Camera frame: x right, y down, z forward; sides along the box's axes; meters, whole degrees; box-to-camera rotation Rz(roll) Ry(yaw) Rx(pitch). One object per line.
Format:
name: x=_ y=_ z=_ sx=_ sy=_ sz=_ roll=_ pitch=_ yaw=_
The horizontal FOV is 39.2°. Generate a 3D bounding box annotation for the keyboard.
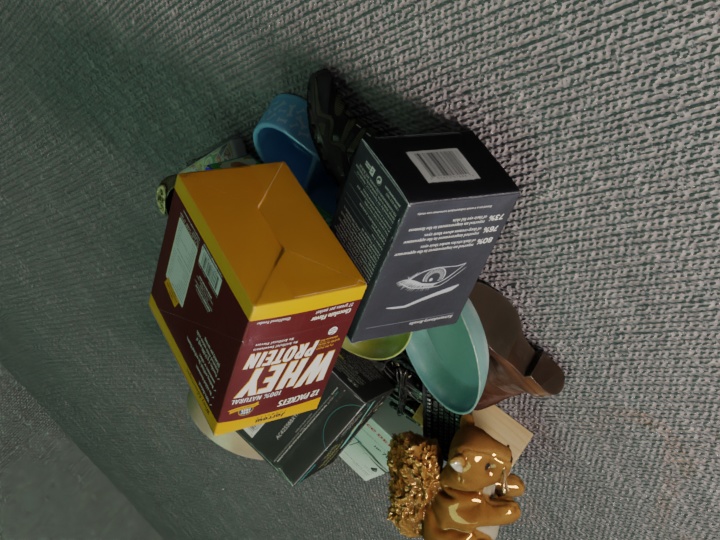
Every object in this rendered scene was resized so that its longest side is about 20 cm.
keyboard: x=0.095 y=0.190 z=1.385 sx=0.126 sy=0.021 sz=0.201 roll=24 pitch=140 yaw=26

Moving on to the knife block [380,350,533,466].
knife block: x=0.124 y=0.187 z=1.427 sx=0.199 sy=0.064 sz=0.176 roll=5 pitch=134 yaw=46

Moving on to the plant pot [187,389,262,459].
plant pot: x=-0.174 y=0.197 z=1.698 sx=0.199 sy=0.200 sz=0.135 roll=34 pitch=113 yaw=13

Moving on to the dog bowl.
dog bowl: x=-0.049 y=-0.129 z=1.238 sx=0.199 sy=0.050 sz=0.112 roll=38 pitch=150 yaw=7

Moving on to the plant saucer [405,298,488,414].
plant saucer: x=0.102 y=0.075 z=1.234 sx=0.200 sy=0.036 sz=0.201 roll=52 pitch=154 yaw=39

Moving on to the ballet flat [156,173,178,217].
ballet flat: x=-0.203 y=-0.071 z=1.244 sx=0.199 sy=0.046 sz=0.068 roll=28 pitch=126 yaw=43

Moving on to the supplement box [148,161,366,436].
supplement box: x=-0.119 y=0.028 z=1.093 sx=0.198 sy=0.132 sz=0.201 roll=56 pitch=140 yaw=33

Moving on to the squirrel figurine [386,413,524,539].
squirrel figurine: x=0.119 y=0.284 z=1.345 sx=0.198 sy=0.142 sz=0.188 roll=11 pitch=130 yaw=18

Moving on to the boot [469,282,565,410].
boot: x=0.146 y=0.106 z=1.310 sx=0.187 sy=0.064 sz=0.200 roll=50 pitch=154 yaw=-9

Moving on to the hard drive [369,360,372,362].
hard drive: x=-0.040 y=0.091 z=1.523 sx=0.140 sy=0.038 sz=0.200 roll=45 pitch=151 yaw=-5

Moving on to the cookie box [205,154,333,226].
cookie box: x=-0.111 y=-0.021 z=1.254 sx=0.199 sy=0.075 sz=0.173 roll=36 pitch=133 yaw=34

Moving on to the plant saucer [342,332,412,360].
plant saucer: x=-0.006 y=0.018 z=1.264 sx=0.199 sy=0.031 sz=0.202 roll=25 pitch=133 yaw=30

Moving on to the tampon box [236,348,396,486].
tampon box: x=-0.061 y=0.178 z=1.355 sx=0.126 sy=0.150 sz=0.200 roll=42 pitch=-172 yaw=11

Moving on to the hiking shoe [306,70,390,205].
hiking shoe: x=0.003 y=-0.138 z=1.153 sx=0.076 sy=0.100 sz=0.202 roll=-166 pitch=56 yaw=-85

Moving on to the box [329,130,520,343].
box: x=0.053 y=-0.035 z=1.066 sx=0.105 sy=0.147 sz=0.201 roll=56 pitch=139 yaw=34

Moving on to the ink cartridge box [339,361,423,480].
ink cartridge box: x=0.017 y=0.240 z=1.601 sx=0.146 sy=0.086 sz=0.200 roll=43 pitch=151 yaw=-3

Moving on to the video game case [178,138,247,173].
video game case: x=-0.186 y=-0.064 z=1.418 sx=0.181 sy=0.023 sz=0.202 roll=-17 pitch=89 yaw=55
